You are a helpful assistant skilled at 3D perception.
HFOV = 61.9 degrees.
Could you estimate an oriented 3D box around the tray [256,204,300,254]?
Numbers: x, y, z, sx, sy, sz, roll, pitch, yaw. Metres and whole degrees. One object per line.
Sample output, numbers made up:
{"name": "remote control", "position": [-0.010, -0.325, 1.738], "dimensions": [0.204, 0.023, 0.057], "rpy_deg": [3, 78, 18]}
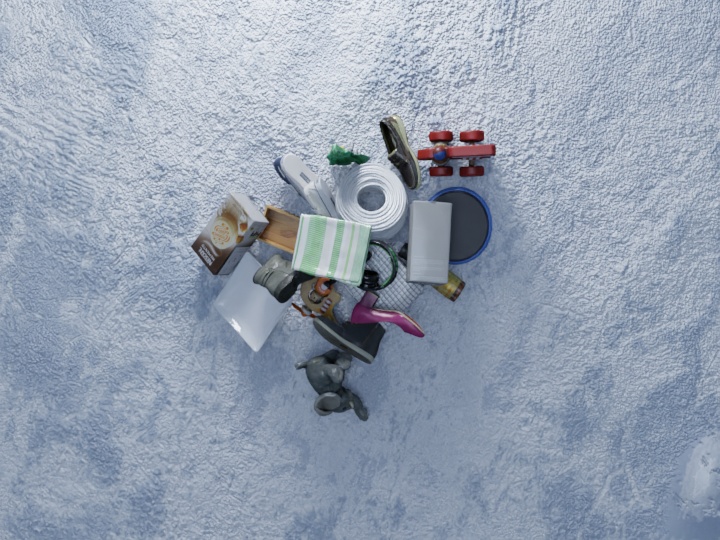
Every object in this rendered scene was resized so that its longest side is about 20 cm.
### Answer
{"name": "tray", "position": [-0.184, -0.100, 1.672], "dimensions": [0.194, 0.037, 0.102], "rpy_deg": [21, 99, 8]}

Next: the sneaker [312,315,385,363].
{"name": "sneaker", "position": [-0.031, 0.158, 1.639], "dimensions": [0.197, 0.075, 0.108], "rpy_deg": [33, 66, -7]}

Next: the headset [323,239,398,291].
{"name": "headset", "position": [0.000, 0.000, 1.537], "dimensions": [0.195, 0.094, 0.127], "rpy_deg": [-18, 95, 28]}

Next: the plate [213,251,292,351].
{"name": "plate", "position": [-0.299, 0.088, 1.693], "dimensions": [0.199, 0.032, 0.202], "rpy_deg": [42, 107, 15]}

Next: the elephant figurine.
{"name": "elephant figurine", "position": [-0.076, 0.336, 1.661], "dimensions": [0.152, 0.140, 0.207], "rpy_deg": [12, 116, 36]}

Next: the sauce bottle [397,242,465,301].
{"name": "sauce bottle", "position": [0.187, 0.002, 1.607], "dimensions": [0.197, 0.066, 0.067], "rpy_deg": [36, 100, 6]}

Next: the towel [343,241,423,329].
{"name": "towel", "position": [0.054, 0.028, 1.623], "dimensions": [0.200, 0.086, 0.166], "rpy_deg": [45, 102, 1]}

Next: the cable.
{"name": "cable", "position": [0.030, -0.179, 1.567], "dimensions": [0.194, 0.070, 0.205], "rpy_deg": [20, 69, 7]}

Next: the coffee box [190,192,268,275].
{"name": "coffee box", "position": [-0.361, -0.099, 1.661], "dimensions": [0.115, 0.079, 0.201], "rpy_deg": [45, 107, 15]}

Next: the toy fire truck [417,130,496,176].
{"name": "toy fire truck", "position": [0.239, -0.297, 1.513], "dimensions": [0.192, 0.168, 0.117], "rpy_deg": [1, 96, 9]}

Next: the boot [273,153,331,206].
{"name": "boot", "position": [-0.153, -0.236, 1.642], "dimensions": [0.073, 0.090, 0.201], "rpy_deg": [-47, 114, -16]}

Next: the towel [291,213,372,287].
{"name": "towel", "position": [-0.076, -0.054, 1.520], "dimensions": [0.193, 0.023, 0.158], "rpy_deg": [12, 93, 19]}

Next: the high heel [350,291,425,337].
{"name": "high heel", "position": [0.070, 0.141, 1.559], "dimensions": [0.197, 0.067, 0.098], "rpy_deg": [33, 94, 19]}

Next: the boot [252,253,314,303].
{"name": "boot", "position": [-0.192, -0.014, 1.620], "dimensions": [0.199, 0.069, 0.130], "rpy_deg": [-41, 53, -20]}

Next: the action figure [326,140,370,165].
{"name": "action figure", "position": [-0.045, -0.298, 1.545], "dimensions": [0.114, 0.200, 0.057], "rpy_deg": [-11, 94, 9]}

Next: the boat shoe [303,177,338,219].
{"name": "boat shoe", "position": [-0.089, -0.144, 1.607], "dimensions": [0.068, 0.072, 0.203], "rpy_deg": [-22, 114, 18]}

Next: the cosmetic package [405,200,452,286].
{"name": "cosmetic package", "position": [0.173, -0.069, 1.530], "dimensions": [0.103, 0.090, 0.208], "rpy_deg": [5, 85, -2]}

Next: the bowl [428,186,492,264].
{"name": "bowl", "position": [0.252, -0.118, 1.595], "dimensions": [0.193, 0.039, 0.209], "rpy_deg": [1, 96, 10]}

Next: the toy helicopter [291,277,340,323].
{"name": "toy helicopter", "position": [-0.105, 0.113, 1.665], "dimensions": [0.129, 0.079, 0.205], "rpy_deg": [-26, 104, 4]}

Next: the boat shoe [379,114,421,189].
{"name": "boat shoe", "position": [0.099, -0.305, 1.578], "dimensions": [0.063, 0.073, 0.206], "rpy_deg": [-17, 83, -31]}
